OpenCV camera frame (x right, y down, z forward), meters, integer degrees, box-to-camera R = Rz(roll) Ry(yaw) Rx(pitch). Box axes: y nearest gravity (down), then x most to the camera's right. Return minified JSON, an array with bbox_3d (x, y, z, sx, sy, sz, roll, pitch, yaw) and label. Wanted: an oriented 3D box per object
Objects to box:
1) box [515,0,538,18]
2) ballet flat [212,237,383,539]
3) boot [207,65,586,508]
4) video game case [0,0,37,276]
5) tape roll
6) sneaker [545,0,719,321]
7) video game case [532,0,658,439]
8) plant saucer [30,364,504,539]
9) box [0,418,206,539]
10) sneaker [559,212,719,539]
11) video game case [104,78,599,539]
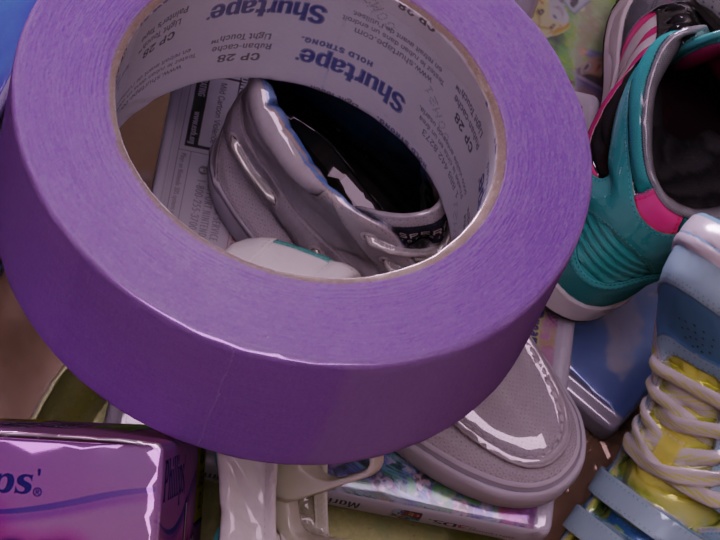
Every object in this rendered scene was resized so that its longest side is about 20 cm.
[{"bbox_3d":[0.022,-0.197,0.984,0.097,0.124,0.200,2,59,-11],"label":"box"},{"bbox_3d":[-0.024,0.088,0.873,0.069,0.069,0.200,-1,94,-10],"label":"ballet flat"},{"bbox_3d":[0.018,0.003,0.899,0.200,0.096,0.074,45,67,8],"label":"boot"},{"bbox_3d":[-0.172,0.001,0.879,0.045,0.181,0.200,23,70,1],"label":"video game case"},{"bbox_3d":[-0.024,-0.035,0.808,0.200,0.066,0.200,8,54,-11],"label":"tape roll"},{"bbox_3d":[0.141,-0.078,0.953,0.084,0.121,0.200,35,59,-15],"label":"sneaker"},{"bbox_3d":[0.087,-0.056,1.027,0.200,0.022,0.182,40,71,4],"label":"video game case"},{"bbox_3d":[-0.042,0.101,0.950,0.200,0.031,0.200,3,72,-8],"label":"plant saucer"},{"bbox_3d":[-0.112,0.154,0.815,0.097,0.176,0.200,2,87,1],"label":"box"},{"bbox_3d":[0.127,0.071,0.909,0.080,0.200,0.131,36,76,31],"label":"sneaker"},{"bbox_3d":[0.000,0.000,0.963,0.182,0.024,0.200,12,66,-7],"label":"video game case"}]
